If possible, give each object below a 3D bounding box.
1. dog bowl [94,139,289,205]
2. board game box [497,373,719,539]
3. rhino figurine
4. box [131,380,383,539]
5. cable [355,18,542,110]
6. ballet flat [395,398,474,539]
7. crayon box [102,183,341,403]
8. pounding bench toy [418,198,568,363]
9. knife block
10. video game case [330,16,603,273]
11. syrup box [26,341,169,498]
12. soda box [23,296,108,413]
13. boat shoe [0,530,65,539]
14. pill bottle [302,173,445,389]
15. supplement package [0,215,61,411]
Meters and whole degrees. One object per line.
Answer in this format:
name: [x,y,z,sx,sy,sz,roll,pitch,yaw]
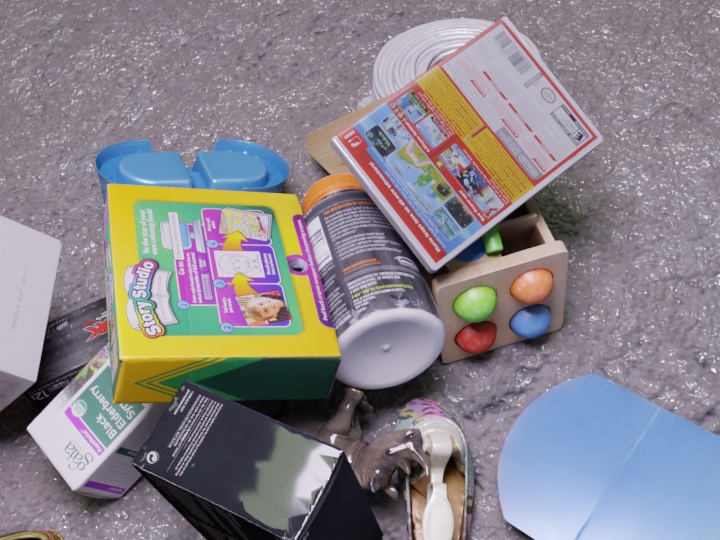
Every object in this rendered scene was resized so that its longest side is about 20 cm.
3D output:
dog bowl: [-0.174,-0.090,1.004,0.199,0.050,0.112,-3,34,-24]
board game box: [0.216,0.185,0.818,0.200,0.039,0.158,27,67,31]
rhino figurine: [-0.020,0.149,0.842,0.199,0.060,0.088,13,68,36]
box: [-0.071,0.182,0.757,0.141,0.200,0.079,22,65,22]
cable: [0.110,-0.208,1.100,0.200,0.069,0.200,30,63,27]
ballet flat: [0.065,0.186,0.817,0.069,0.071,0.201,0,54,0]
crayon box: [-0.122,0.016,0.808,0.172,0.058,0.201,1,44,-19]
pounding bench toy: [0.110,-0.032,0.889,0.124,0.200,0.156,-16,52,-4]
knife block: [0.041,-0.152,0.996,0.064,0.176,0.200,-3,37,-40]
video game case: [0.094,-0.111,0.836,0.200,0.017,0.143,-37,86,-15]
syrup box: [-0.192,0.105,0.872,0.200,0.081,0.079,-46,66,-3]
soda box: [-0.235,0.067,0.954,0.199,0.063,0.071,-25,54,-10]
boat shoe: [-0.346,0.267,0.822,0.199,0.068,0.072,-23,56,-7]
pill bottle: [0.000,0.000,0.881,0.106,0.106,0.201,-16,48,-3]
supplement package: [-0.395,0.052,0.879,0.200,0.150,0.152,-35,43,37]
